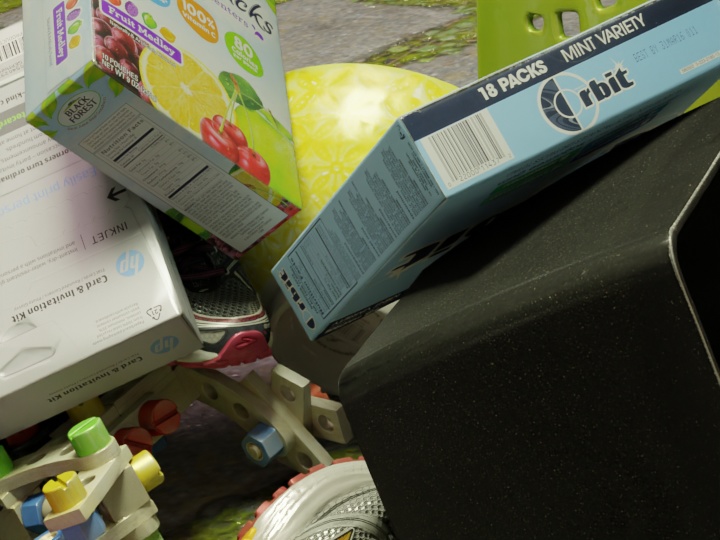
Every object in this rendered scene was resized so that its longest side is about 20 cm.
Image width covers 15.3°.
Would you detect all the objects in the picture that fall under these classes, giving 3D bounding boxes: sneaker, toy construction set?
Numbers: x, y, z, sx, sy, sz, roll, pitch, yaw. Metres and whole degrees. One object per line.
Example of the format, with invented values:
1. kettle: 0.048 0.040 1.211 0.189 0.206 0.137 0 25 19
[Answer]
1. sneaker: -0.106 -0.022 1.358 0.080 0.075 0.200 -4 39 -36
2. sneaker: -0.024 0.149 1.156 0.082 0.078 0.200 28 39 30
3. toy construction set: -0.105 0.087 1.312 0.200 0.092 0.131 -23 8 -41

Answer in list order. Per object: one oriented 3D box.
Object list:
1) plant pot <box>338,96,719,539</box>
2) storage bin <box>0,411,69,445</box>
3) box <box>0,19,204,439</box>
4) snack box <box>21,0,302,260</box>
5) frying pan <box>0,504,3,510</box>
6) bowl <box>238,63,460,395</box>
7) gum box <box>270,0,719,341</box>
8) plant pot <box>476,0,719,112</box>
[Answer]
1. plant pot: 0.109 0.060 1.151 0.177 0.200 0.200 -15 17 26
2. storage bin: -0.200 0.031 1.452 0.093 0.136 0.200 2 24 33
3. box: -0.179 -0.019 1.317 0.155 0.041 0.200 -25 58 4
4. snack box: -0.102 -0.119 1.333 0.053 0.142 0.200 -36 39 24
5. frying pan: -0.248 0.102 1.140 0.115 0.031 0.190 2 -9 23
6. bowl: 0.000 0.000 1.396 0.199 0.200 0.108 -3 45 21
7. gum box: 0.064 -0.048 1.234 0.170 0.045 0.200 -26 -9 -25
8. plant pot: 0.199 -0.136 1.609 0.181 0.201 0.199 15 28 40
